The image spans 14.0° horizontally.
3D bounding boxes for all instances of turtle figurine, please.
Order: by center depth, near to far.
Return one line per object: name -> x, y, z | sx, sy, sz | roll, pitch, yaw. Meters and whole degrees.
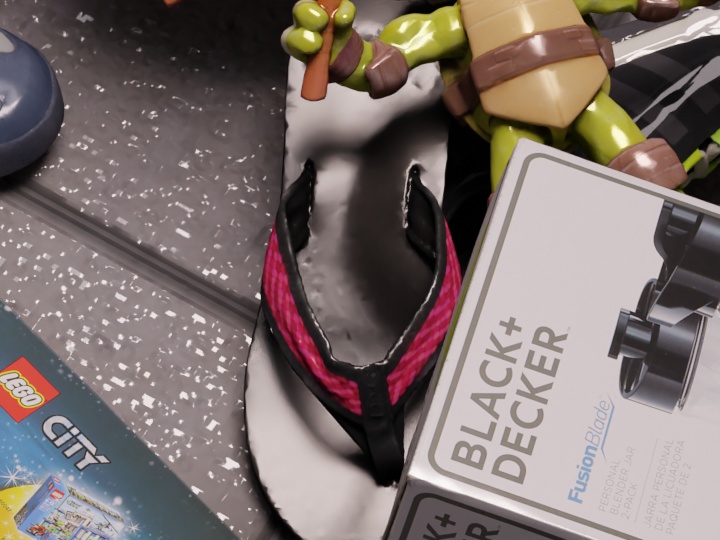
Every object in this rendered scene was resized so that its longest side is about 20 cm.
turtle figurine -> 0.047, -0.055, 0.920 | 0.199, 0.064, 0.162 | -14, 74, -14

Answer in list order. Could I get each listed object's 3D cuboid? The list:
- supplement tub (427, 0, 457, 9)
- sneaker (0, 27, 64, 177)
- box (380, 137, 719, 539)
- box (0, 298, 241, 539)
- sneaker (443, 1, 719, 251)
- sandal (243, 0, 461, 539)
supplement tub -> -0.005, -0.180, 0.964 | 0.144, 0.200, 0.145 | -11, 66, 26
sneaker -> -0.192, -0.083, 0.959 | 0.199, 0.082, 0.070 | 11, 52, -6
box -> 0.112, 0.057, 0.735 | 0.199, 0.060, 0.117 | 20, 52, 3
box -> -0.142, 0.071, 0.885 | 0.136, 0.038, 0.200 | -35, 68, -31
sneaker -> 0.089, -0.035, 1.005 | 0.199, 0.072, 0.083 | -11, 64, -7
sandal -> 0.000, 0.000, 0.934 | 0.075, 0.045, 0.201 | 0, 75, -1
